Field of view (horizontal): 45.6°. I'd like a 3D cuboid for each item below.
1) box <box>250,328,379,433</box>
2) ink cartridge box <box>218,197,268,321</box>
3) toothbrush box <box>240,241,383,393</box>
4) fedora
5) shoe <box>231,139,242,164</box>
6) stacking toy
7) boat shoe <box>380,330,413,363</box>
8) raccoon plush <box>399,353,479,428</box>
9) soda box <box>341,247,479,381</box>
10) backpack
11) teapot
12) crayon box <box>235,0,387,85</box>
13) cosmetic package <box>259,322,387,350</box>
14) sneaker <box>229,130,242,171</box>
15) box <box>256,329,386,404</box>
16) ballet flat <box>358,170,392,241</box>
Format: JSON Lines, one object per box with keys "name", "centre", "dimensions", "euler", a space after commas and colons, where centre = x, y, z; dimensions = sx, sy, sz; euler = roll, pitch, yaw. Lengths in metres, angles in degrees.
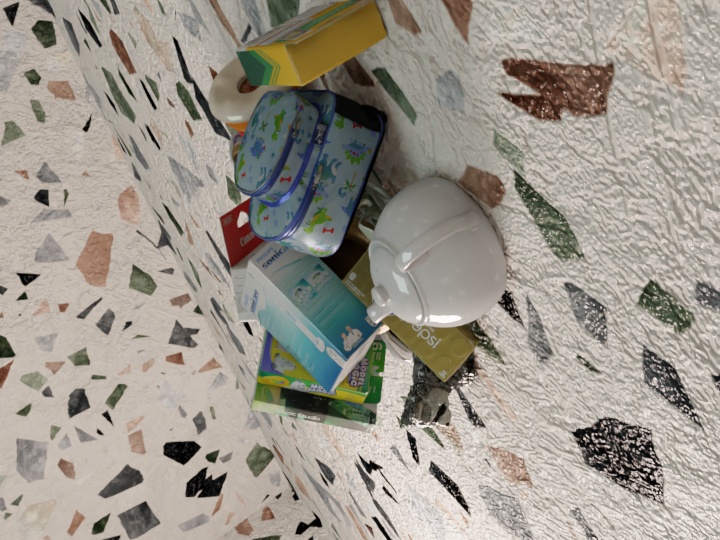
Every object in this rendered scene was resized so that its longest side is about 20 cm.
{"name": "box", "centre": [-0.067, 0.168, 1.355], "dimensions": [0.037, 0.195, 0.147], "euler": [110, 169, -50]}
{"name": "ink cartridge box", "centre": [-0.177, -0.029, 1.487], "dimensions": [0.200, 0.044, 0.180], "euler": [-55, -42, -70]}
{"name": "toothbrush box", "centre": [-0.076, 0.060, 1.247], "dimensions": [0.200, 0.085, 0.147], "euler": [43, 153, 10]}
{"name": "fedora", "centre": [0.000, 0.000, 1.308], "dimensions": [0.197, 0.081, 0.205], "euler": [12, 114, 29]}
{"name": "shoe", "centre": [-0.110, -0.167, 1.257], "dimensions": [0.069, 0.198, 0.055], "euler": [-25, 68, 38]}
{"name": "stacking toy", "centre": [-0.128, -0.223, 1.303], "dimensions": [0.146, 0.146, 0.201], "euler": [41, 169, 41]}
{"name": "boat shoe", "centre": [0.040, 0.057, 1.382], "dimensions": [0.201, 0.073, 0.065], "euler": [49, 157, -2]}
{"name": "raccoon plush", "centre": [0.080, 0.142, 1.283], "dimensions": [0.200, 0.133, 0.098], "euler": [48, 161, 28]}
{"name": "soda box", "centre": [0.071, 0.056, 1.190], "dimensions": [0.200, 0.068, 0.064], "euler": [43, -167, 8]}
{"name": "backpack", "centre": [-0.080, -0.132, 1.116], "dimensions": [0.182, 0.144, 0.205], "euler": [24, 98, 59]}
{"name": "teapot", "centre": [0.076, -0.006, 1.046], "dimensions": [0.197, 0.145, 0.203], "euler": [33, 149, 51]}
{"name": "crayon box", "centre": [-0.056, -0.267, 1.007], "dimensions": [0.199, 0.125, 0.052], "euler": [22, 142, 61]}
{"name": "cosmetic package", "centre": [-0.057, 0.079, 1.427], "dimensions": [0.198, 0.083, 0.112], "euler": [30, 141, -26]}
{"name": "sneaker", "centre": [-0.180, -0.169, 1.542], "dimensions": [0.201, 0.074, 0.100], "euler": [56, 175, -33]}
{"name": "box", "centre": [-0.054, 0.133, 1.329], "dimensions": [0.049, 0.195, 0.120], "euler": [118, 163, -56]}
{"name": "ballet flat", "centre": [0.014, -0.091, 1.202], "dimensions": [0.201, 0.069, 0.070], "euler": [51, 161, 22]}
